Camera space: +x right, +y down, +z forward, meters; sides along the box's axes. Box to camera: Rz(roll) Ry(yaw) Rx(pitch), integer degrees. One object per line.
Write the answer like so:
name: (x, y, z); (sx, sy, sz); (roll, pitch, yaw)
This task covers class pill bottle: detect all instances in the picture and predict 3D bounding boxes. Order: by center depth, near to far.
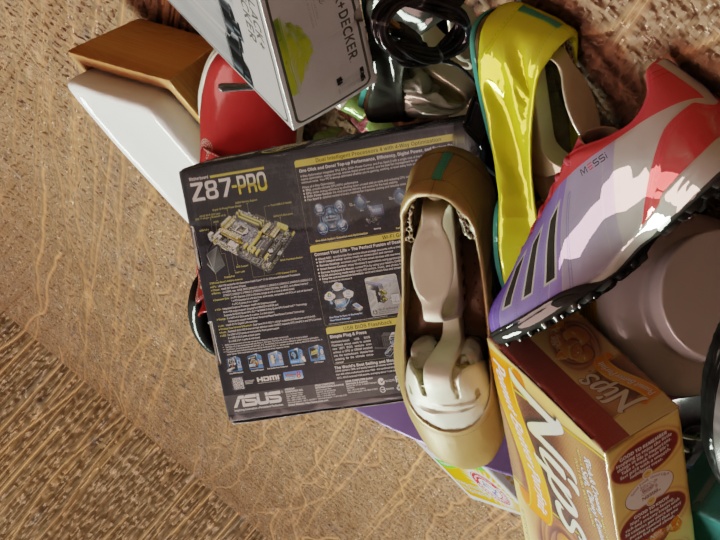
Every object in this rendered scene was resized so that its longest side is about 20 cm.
pill bottle: (0.172, 0.023, 1.645); (0.104, 0.104, 0.200); (42, 167, -6)

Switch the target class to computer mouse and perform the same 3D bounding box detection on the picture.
computer mouse: (0.060, -0.104, 1.601); (0.034, 0.059, 0.200); (39, 180, 41)

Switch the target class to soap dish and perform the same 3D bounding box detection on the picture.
soap dish: (-0.108, -0.094, 2.096); (0.200, 0.081, 0.157); (50, 164, -30)

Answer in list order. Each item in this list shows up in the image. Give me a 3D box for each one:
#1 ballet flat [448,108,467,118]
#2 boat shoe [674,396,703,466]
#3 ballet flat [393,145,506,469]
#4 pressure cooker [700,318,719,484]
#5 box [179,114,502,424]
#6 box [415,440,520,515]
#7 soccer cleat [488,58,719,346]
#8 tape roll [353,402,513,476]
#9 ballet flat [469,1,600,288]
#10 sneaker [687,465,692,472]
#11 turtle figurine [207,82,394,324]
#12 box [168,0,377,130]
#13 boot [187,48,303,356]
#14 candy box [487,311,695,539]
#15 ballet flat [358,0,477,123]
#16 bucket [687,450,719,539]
ballet flat: (0.112, -0.017, 1.770); (0.200, 0.072, 0.072); (44, 166, -15)
boat shoe: (0.211, 0.094, 1.826); (0.074, 0.073, 0.200); (37, 166, 14)
ballet flat: (0.045, 0.030, 1.624); (0.068, 0.063, 0.201); (1, 112, 16)
pressure cooker: (0.283, 0.075, 1.352); (0.200, 0.176, 0.179); (32, 168, 46)
box: (0.000, 0.000, 1.708); (0.199, 0.049, 0.162); (-9, 98, 26)
box: (0.075, 0.074, 2.078); (0.200, 0.101, 0.112); (47, 166, -22)
soccer cleat: (0.126, -0.033, 1.528); (0.073, 0.068, 0.200); (52, 130, 7)
tape roll: (0.085, 0.072, 1.906); (0.199, 0.085, 0.200); (21, -174, -2)
ballet flat: (0.105, -0.053, 1.582); (0.067, 0.067, 0.201); (11, 125, 33)
sneaker: (0.276, 0.161, 1.802); (0.199, 0.076, 0.078); (14, 159, -19)
turtle figurine: (-0.035, -0.057, 1.875); (0.194, 0.199, 0.144); (146, 103, -82)
box: (-0.076, -0.185, 1.635); (0.200, 0.060, 0.117); (47, 161, 36)
boot: (-0.083, -0.047, 1.944); (0.072, 0.144, 0.200); (5, 124, 5)
candy box: (0.136, 0.125, 1.635); (0.115, 0.055, 0.200); (44, 156, 41)
ballet flat: (0.034, -0.124, 1.650); (0.068, 0.068, 0.200); (29, 165, 11)
bucket: (0.283, 0.144, 1.655); (0.207, 0.135, 0.207); (39, 168, 10)
